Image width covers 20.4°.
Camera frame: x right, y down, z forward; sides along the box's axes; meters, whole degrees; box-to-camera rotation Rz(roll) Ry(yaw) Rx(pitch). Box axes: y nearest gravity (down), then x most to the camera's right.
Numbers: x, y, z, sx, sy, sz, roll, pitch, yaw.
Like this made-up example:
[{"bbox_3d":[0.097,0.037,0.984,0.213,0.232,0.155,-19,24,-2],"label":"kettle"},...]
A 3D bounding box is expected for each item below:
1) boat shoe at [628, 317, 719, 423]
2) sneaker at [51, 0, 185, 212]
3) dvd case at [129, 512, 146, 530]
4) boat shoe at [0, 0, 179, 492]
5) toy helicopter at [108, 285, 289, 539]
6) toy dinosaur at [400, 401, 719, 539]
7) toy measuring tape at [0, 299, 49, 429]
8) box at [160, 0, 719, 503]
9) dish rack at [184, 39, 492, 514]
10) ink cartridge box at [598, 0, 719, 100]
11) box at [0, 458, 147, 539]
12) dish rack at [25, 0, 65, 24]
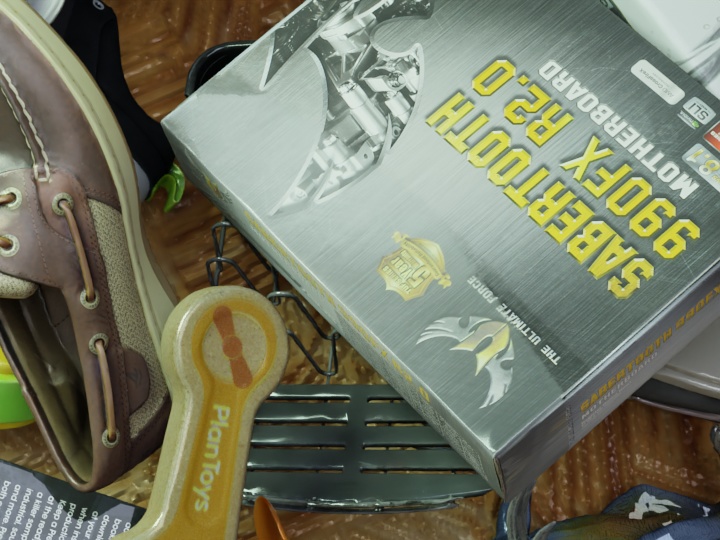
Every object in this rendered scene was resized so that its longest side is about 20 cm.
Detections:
[{"bbox_3d":[0.088,0.021,0.857,0.199,0.057,0.067,19,66,13],"label":"boat shoe"},{"bbox_3d":[-0.149,-0.100,0.855,0.083,0.072,0.200,-31,85,-38],"label":"sneaker"},{"bbox_3d":[-0.084,0.214,0.771,0.143,0.018,0.200,40,72,-14],"label":"dvd case"},{"bbox_3d":[-0.125,-0.011,0.740,0.072,0.072,0.201,-38,116,-43],"label":"boat shoe"},{"bbox_3d":[-0.055,0.106,0.733,0.132,0.079,0.201,13,86,-24],"label":"toy helicopter"},{"bbox_3d":[0.085,0.132,0.824,0.181,0.105,0.200,-35,98,6],"label":"toy dinosaur"},{"bbox_3d":[-0.165,0.046,0.782,0.074,0.074,0.200,46,45,3],"label":"toy measuring tape"},{"bbox_3d":[0.046,-0.036,0.765,0.158,0.048,0.200,-39,62,-11],"label":"box"},{"bbox_3d":[0.000,0.000,0.812,0.153,0.055,0.201,-2,60,12],"label":"dish rack"},{"bbox_3d":[0.132,-0.093,0.841,0.084,0.145,0.200,-36,85,-19],"label":"ink cartridge box"},{"bbox_3d":[-0.141,0.154,0.808,0.199,0.036,0.143,20,77,-3],"label":"box"},{"bbox_3d":[-0.218,-0.144,0.796,0.200,0.044,0.172,-24,81,28],"label":"dish rack"}]
